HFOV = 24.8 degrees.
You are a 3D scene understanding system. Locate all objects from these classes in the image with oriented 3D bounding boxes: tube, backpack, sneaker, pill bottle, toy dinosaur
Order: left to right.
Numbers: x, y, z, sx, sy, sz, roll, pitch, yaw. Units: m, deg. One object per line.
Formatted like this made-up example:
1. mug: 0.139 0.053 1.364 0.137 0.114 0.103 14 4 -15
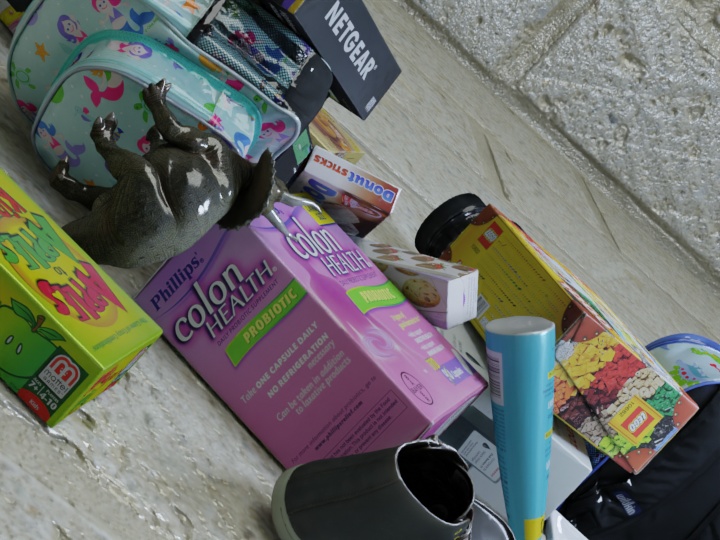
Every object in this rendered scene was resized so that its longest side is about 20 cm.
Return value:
1. backpack: -0.145 -0.127 1.134 0.200 0.177 0.151 41 45 -7
2. toy dinosaur: -0.123 -0.046 0.981 0.199 0.077 0.102 -27 67 -33
3. sneaker: 0.052 0.156 0.983 0.199 0.106 0.075 22 58 -42
4. pill bottle: 0.144 0.020 1.646 0.200 0.112 0.112 52 16 27
5. tube: 0.118 0.136 1.191 0.050 0.202 0.077 0 14 11
6. backpack: 0.261 0.155 1.408 0.183 0.200 0.147 35 17 -28

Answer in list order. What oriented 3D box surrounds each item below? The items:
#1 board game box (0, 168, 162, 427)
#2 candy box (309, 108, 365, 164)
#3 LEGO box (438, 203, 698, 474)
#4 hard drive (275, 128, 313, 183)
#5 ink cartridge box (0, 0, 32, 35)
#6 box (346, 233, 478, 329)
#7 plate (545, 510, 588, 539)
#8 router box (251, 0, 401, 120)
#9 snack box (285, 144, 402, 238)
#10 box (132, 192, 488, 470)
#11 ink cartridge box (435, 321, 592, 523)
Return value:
1. board game box: -0.208 -0.011 0.898 0.200 0.048 0.102 44 14 2
2. candy box: -0.094 -0.170 1.644 0.200 0.055 0.115 46 14 10
3. LEGO box: 0.161 0.052 1.323 0.149 0.077 0.200 37 10 -31
4. hard drive: -0.098 -0.127 1.340 0.200 0.038 0.141 -51 130 -62
5. ink cartridge box: -0.222 -0.212 1.352 0.200 0.083 0.146 48 16 14
6. box: 0.000 0.000 1.244 0.199 0.042 0.039 17 23 37
7. plate: 0.204 0.287 1.219 0.200 0.032 0.200 43 13 -5
8. router box: -0.064 -0.203 1.193 0.157 0.052 0.200 36 -5 21
9. snack box: -0.023 -0.052 1.257 0.072 0.024 0.200 27 -12 -6
10. box: -0.028 0.051 1.119 0.200 0.097 0.176 46 14 9
11. ink cartridge box: 0.083 0.099 1.312 0.200 0.083 0.147 41 14 -13
